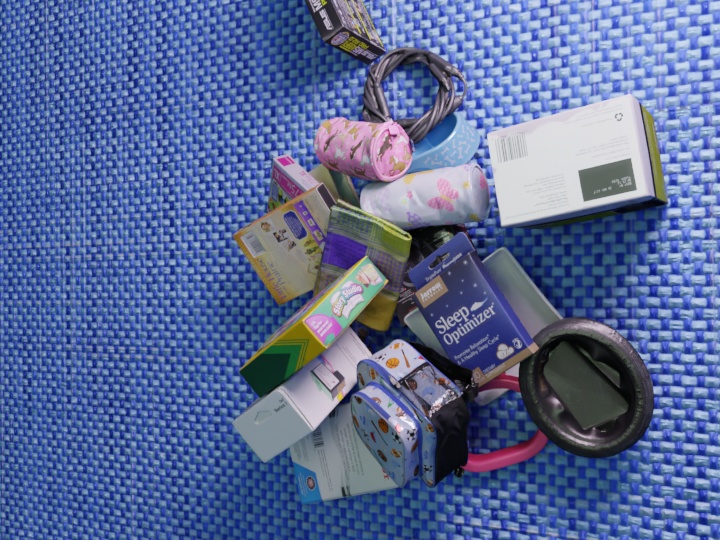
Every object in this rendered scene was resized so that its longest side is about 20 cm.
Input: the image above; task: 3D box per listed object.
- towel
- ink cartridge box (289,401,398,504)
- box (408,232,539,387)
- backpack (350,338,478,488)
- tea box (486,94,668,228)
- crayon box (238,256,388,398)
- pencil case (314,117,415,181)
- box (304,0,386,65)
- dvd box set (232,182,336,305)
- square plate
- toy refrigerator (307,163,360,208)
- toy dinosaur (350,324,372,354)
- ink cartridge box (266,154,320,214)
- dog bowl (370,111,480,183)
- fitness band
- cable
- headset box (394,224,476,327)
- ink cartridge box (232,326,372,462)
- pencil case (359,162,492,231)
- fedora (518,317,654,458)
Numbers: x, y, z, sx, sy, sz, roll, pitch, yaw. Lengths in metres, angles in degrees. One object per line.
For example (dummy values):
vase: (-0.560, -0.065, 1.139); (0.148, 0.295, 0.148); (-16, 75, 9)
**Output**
towel: (0.000, 0.000, 1.284); (0.142, 0.023, 0.202); (25, 129, 12)
ink cartridge box: (-0.016, 0.297, 1.381); (0.197, 0.084, 0.149); (-17, 81, 27)
box: (0.154, 0.060, 1.192); (0.121, 0.032, 0.202); (-38, 79, 32)
backpack: (0.068, 0.208, 1.222); (0.191, 0.152, 0.203); (49, 148, 42)
tea box: (0.305, -0.140, 1.145); (0.197, 0.196, 0.136); (-11, 85, 27)
crayon box: (-0.068, 0.082, 1.227); (0.059, 0.200, 0.172); (49, 129, -4)
pencil case: (0.000, -0.193, 1.293); (0.087, 0.083, 0.199); (-45, 29, -16)
box: (-0.045, -0.452, 1.361); (0.044, 0.160, 0.203); (-29, 77, 23)
dvd box set: (-0.099, -0.039, 1.346); (0.198, 0.029, 0.148); (-25, 105, 35)
square plate: (0.200, 0.087, 1.254); (0.199, 0.029, 0.198); (-37, 105, 25)
toy refrigerator: (-0.026, -0.079, 1.395); (0.069, 0.076, 0.203); (-29, 76, 25)
toy dinosaur: (-0.028, 0.140, 1.407); (0.199, 0.077, 0.103); (38, 127, 10)
ink cartridge box: (-0.117, -0.079, 1.407); (0.119, 0.041, 0.203); (43, 138, 37)
dog bowl: (0.093, -0.186, 1.309); (0.198, 0.050, 0.113); (-21, 39, 29)
fitness band: (0.200, 0.234, 1.270); (0.198, 0.037, 0.146); (-24, 95, 28)
cable: (0.075, -0.282, 1.327); (0.164, 0.051, 0.200); (-51, 50, 7)
headset box: (0.108, -0.015, 1.320); (0.148, 0.077, 0.203); (-30, 77, 25)
ink cartridge box: (-0.086, 0.191, 1.291); (0.084, 0.200, 0.144); (50, 129, -1)
pencil case: (0.096, -0.102, 1.240); (0.197, 0.083, 0.092); (-9, 103, 28)
fedora: (0.327, 0.162, 1.187); (0.197, 0.091, 0.205); (3, 98, 23)
